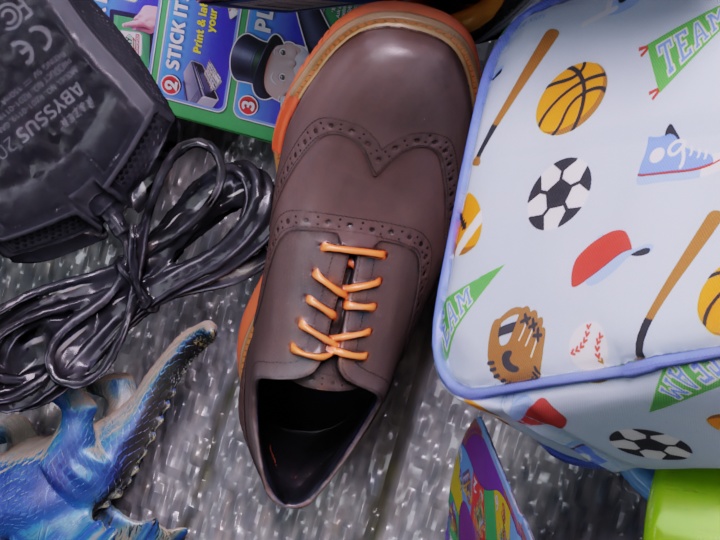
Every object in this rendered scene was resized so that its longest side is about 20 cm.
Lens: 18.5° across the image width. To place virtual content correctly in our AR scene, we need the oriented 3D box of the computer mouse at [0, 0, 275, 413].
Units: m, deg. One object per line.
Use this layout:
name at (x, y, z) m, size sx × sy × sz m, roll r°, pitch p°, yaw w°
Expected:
computer mouse at (-0.129, -0.060, 0.802) m, size 0.138 × 0.053 × 0.200 m, roll -33°, pitch 99°, yaw 7°

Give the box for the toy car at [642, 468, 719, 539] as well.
toy car at (0.163, 0.168, 0.661) m, size 0.164 × 0.158 × 0.200 m, roll 6°, pitch 128°, yaw 21°

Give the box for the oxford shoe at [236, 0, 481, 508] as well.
oxford shoe at (0.000, 0.000, 0.740) m, size 0.071 × 0.073 × 0.200 m, roll 8°, pitch 134°, yaw -5°

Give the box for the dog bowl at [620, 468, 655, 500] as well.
dog bowl at (0.109, -0.002, 0.739) m, size 0.111 × 0.050 × 0.200 m, roll -30°, pitch 76°, yaw 23°

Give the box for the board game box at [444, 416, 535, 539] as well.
board game box at (0.027, 0.142, 0.658) m, size 0.039 × 0.200 × 0.158 m, roll -3°, pitch 116°, yaw -9°

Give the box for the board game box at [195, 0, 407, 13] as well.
board game box at (0.024, -0.183, 0.653) m, size 0.200 × 0.043 × 0.200 m, roll 1°, pitch 91°, yaw 49°

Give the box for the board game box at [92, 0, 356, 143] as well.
board game box at (-0.049, -0.151, 0.792) m, size 0.134 × 0.029 × 0.201 m, roll 16°, pitch 114°, yaw 12°

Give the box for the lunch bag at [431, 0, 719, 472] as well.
lunch bag at (0.117, -0.028, 0.626) m, size 0.200 × 0.076 × 0.161 m, roll -10°, pitch 57°, yaw 43°

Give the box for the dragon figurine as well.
dragon figurine at (-0.109, 0.093, 0.850) m, size 0.200 × 0.059 × 0.100 m, roll -26°, pitch 76°, yaw 25°

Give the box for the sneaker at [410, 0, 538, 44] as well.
sneaker at (0.058, -0.141, 0.701) m, size 0.078 × 0.077 × 0.200 m, roll 42°, pitch 142°, yaw 21°

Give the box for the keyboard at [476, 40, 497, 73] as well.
keyboard at (0.053, -0.123, 0.800) m, size 0.056 × 0.011 × 0.201 m, roll 17°, pitch 96°, yaw 28°
